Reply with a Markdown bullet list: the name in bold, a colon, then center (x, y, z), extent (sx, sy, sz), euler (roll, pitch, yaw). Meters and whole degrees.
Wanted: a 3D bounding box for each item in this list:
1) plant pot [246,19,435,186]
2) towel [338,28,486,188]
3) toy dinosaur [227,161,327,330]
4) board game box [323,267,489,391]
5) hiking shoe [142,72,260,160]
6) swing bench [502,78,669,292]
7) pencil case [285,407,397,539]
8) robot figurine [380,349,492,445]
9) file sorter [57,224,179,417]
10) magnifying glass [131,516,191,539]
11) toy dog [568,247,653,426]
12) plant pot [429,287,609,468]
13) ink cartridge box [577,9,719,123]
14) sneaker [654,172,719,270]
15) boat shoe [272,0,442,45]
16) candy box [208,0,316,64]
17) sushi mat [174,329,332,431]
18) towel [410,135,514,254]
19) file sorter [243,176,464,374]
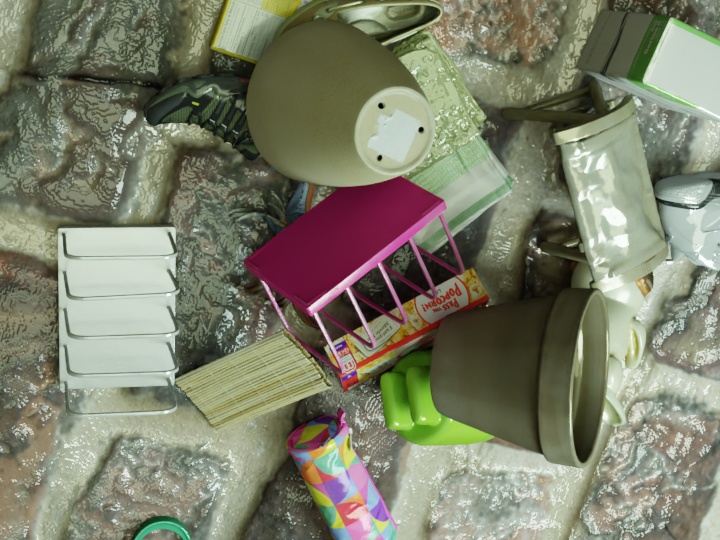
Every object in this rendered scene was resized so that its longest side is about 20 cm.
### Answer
- **plant pot**: center (-0.003, -0.166, 1.541), extent (0.187, 0.200, 0.188), euler (-7, 108, -23)
- **towel**: center (0.038, -0.177, 1.690), extent (0.200, 0.036, 0.149), euler (-34, 108, 1)
- **toy dinosaur**: center (-0.090, -0.048, 1.720), extent (0.200, 0.105, 0.182), euler (30, 87, -52)
- **board game box**: center (0.055, 0.074, 1.727), extent (0.200, 0.152, 0.046), euler (-28, 80, -3)
- **hiking shoe**: center (-0.149, -0.174, 1.632), extent (0.199, 0.076, 0.101), euler (-9, 89, 1)
- **swing bench**: center (0.280, -0.105, 1.702), extent (0.129, 0.200, 0.200), euler (-19, 109, -7)
- **pencil case**: center (-0.020, 0.278, 1.804), extent (0.088, 0.088, 0.200), euler (-25, 111, -5)
- **robot figurine**: center (0.111, 0.158, 1.759), extent (0.200, 0.175, 0.116), euler (6, 71, -47)
- **file sorter**: center (-0.281, 0.058, 1.660), extent (0.138, 0.125, 0.201), euler (-1, 105, -13)
- **magnifying glass**: center (-0.262, 0.410, 1.816), extent (0.079, 0.022, 0.201), euler (7, 104, -15)
- **toy dog**: center (0.284, 0.060, 1.778), extent (0.200, 0.139, 0.194), euler (-59, 134, -26)
- **plant pot**: center (0.177, 0.112, 1.603), extent (0.173, 0.200, 0.201), euler (5, 107, 21)
- **ink cartridge box**: center (0.367, -0.241, 1.685), extent (0.145, 0.200, 0.084), euler (21, 97, -18)
- **sneaker**: center (0.474, -0.066, 1.827), extent (0.199, 0.075, 0.115), euler (-4, 107, -6)
- **boat shoe**: center (-0.004, -0.281, 1.647), extent (0.200, 0.063, 0.073), euler (-18, 119, -16)
- **candy box**: center (-0.096, -0.336, 1.643), extent (0.102, 0.026, 0.201), euler (18, 101, -17)
- **sushi mat**: center (-0.131, 0.135, 1.711), extent (0.200, 0.012, 0.096), euler (-25, 113, 38)
- **towel**: center (0.080, -0.134, 1.739), extent (0.149, 0.031, 0.200), euler (-38, 110, -1)
- **file sorter**: center (0.000, 0.000, 1.628), extent (0.200, 0.139, 0.126), euler (-38, 129, -16)
